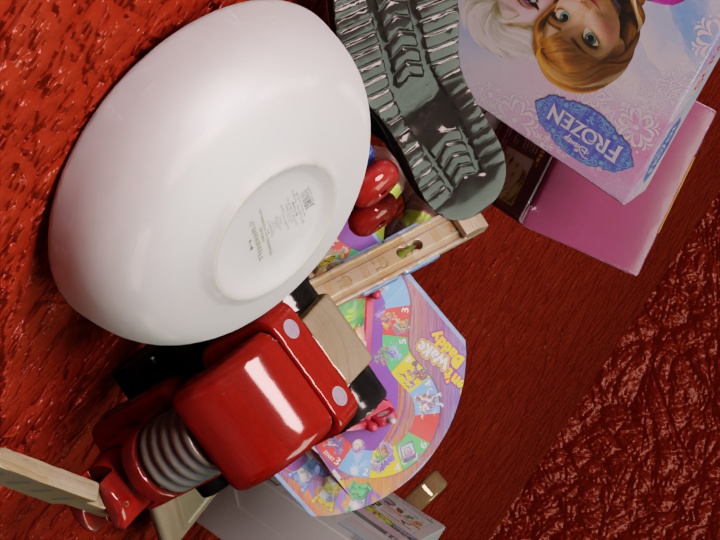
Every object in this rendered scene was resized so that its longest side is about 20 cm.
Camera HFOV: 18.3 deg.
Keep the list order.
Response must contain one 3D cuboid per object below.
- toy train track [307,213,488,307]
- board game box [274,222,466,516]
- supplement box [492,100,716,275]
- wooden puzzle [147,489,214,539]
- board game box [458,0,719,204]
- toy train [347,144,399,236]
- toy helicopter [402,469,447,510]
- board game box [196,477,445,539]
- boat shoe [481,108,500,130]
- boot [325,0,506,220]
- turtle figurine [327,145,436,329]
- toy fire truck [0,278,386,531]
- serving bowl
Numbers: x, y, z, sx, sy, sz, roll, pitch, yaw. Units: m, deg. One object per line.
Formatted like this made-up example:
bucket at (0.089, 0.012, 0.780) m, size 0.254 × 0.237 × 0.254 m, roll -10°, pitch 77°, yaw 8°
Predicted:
toy train track at (0.000, 0.000, 1.424) m, size 0.199 × 0.115 × 0.033 m, roll -27°, pitch 166°, yaw -26°
board game box at (-0.011, 0.063, 1.455) m, size 0.158 × 0.200 × 0.039 m, roll -45°, pitch -158°, yaw -11°
supplement box at (0.147, -0.095, 1.590) m, size 0.132 × 0.103 × 0.200 m, roll -64°, pitch -159°, yaw 7°
wooden puzzle at (-0.097, 0.099, 1.577) m, size 0.201 × 0.037 × 0.185 m, roll -57°, pitch 167°, yaw -19°
board game box at (0.130, -0.177, 1.352) m, size 0.041 × 0.199 × 0.200 m, roll -31°, pitch 152°, yaw -56°
toy train at (-0.045, -0.035, 1.363) m, size 0.115 × 0.085 × 0.200 m, roll -38°, pitch 170°, yaw -8°
toy helicopter at (0.013, 0.255, 2.145) m, size 0.200 × 0.079 × 0.132 m, roll -47°, pitch 172°, yaw 38°
board game box at (-0.029, 0.203, 1.807) m, size 0.065 × 0.147 × 0.200 m, roll -59°, pitch 166°, yaw 11°
boat shoe at (0.085, -0.151, 1.553) m, size 0.200 × 0.066 × 0.074 m, roll -42°, pitch -147°, yaw 53°
boot at (0.005, -0.136, 1.313) m, size 0.077 × 0.138 × 0.201 m, roll -25°, pitch 121°, yaw -12°
turtle figurine at (0.000, 0.000, 1.509) m, size 0.199 × 0.064 × 0.162 m, roll 31°, pitch 70°, yaw -37°
toy fire truck at (-0.111, 0.090, 1.262) m, size 0.176 × 0.129 × 0.200 m, roll -28°, pitch -168°, yaw 40°
serving bowl at (-0.064, -0.038, 1.167) m, size 0.200 × 0.066 × 0.201 m, roll -34°, pitch 146°, yaw -27°
